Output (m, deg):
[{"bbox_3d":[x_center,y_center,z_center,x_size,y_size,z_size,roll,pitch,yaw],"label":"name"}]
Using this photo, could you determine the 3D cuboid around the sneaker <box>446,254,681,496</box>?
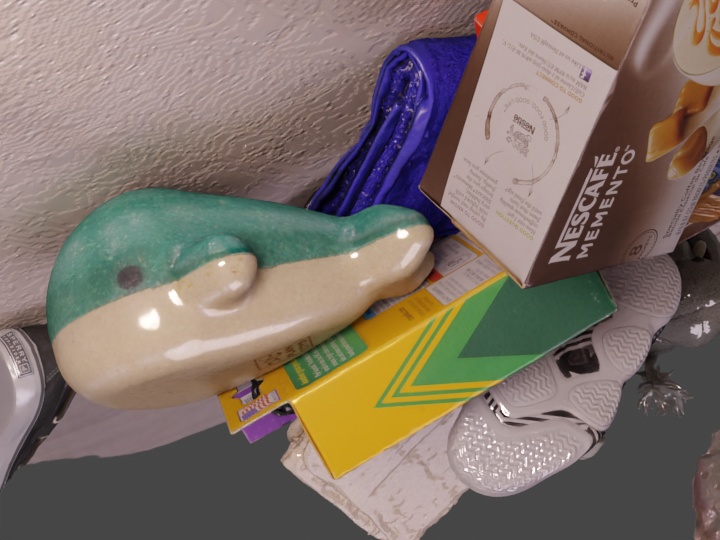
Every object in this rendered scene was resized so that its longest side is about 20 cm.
[{"bbox_3d":[0.104,0.071,0.979,0.200,0.075,0.115,-47,172,-36],"label":"sneaker"}]

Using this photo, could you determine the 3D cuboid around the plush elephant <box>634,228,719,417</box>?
[{"bbox_3d":[0.235,0.009,1.346,0.164,0.201,0.155,-15,169,-16],"label":"plush elephant"}]

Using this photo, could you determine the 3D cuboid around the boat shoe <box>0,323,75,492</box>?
[{"bbox_3d":[-0.216,0.092,1.048,0.056,0.069,0.200,-18,162,-35],"label":"boat shoe"}]

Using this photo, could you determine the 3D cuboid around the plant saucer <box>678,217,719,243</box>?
[{"bbox_3d":[0.224,-0.044,1.167,0.199,0.035,0.200,-29,173,-4],"label":"plant saucer"}]

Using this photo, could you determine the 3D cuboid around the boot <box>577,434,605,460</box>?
[{"bbox_3d":[0.071,0.120,1.203,0.144,0.073,0.199,-43,141,22],"label":"boot"}]

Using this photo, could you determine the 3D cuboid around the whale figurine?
[{"bbox_3d":[-0.063,-0.002,0.873,0.199,0.104,0.159,-19,165,0],"label":"whale figurine"}]

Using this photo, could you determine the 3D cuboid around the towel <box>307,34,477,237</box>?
[{"bbox_3d":[0.071,-0.071,0.957,0.199,0.050,0.148,-16,147,-42],"label":"towel"}]

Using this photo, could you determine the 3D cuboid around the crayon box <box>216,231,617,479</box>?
[{"bbox_3d":[0.023,0.040,0.905,0.199,0.052,0.126,-30,-167,-4],"label":"crayon box"}]

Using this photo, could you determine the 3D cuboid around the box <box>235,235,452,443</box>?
[{"bbox_3d":[0.002,0.030,1.166,0.199,0.039,0.137,-29,-162,6],"label":"box"}]

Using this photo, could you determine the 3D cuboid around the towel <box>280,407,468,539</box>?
[{"bbox_3d":[0.052,0.077,1.071,0.200,0.034,0.133,-44,128,3],"label":"towel"}]

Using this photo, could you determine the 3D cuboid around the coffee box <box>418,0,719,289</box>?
[{"bbox_3d":[0.117,-0.102,0.750,0.114,0.080,0.201,-10,133,-42],"label":"coffee box"}]

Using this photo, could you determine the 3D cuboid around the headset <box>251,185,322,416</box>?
[{"bbox_3d":[0.000,0.000,1.060,0.199,0.094,0.124,-36,169,-16],"label":"headset"}]

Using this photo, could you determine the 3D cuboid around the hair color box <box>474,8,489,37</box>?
[{"bbox_3d":[0.161,-0.120,0.885,0.199,0.061,0.102,-28,139,-13],"label":"hair color box"}]

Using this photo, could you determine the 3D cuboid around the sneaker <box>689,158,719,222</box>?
[{"bbox_3d":[0.172,-0.069,1.008,0.075,0.089,0.200,9,163,-18],"label":"sneaker"}]
